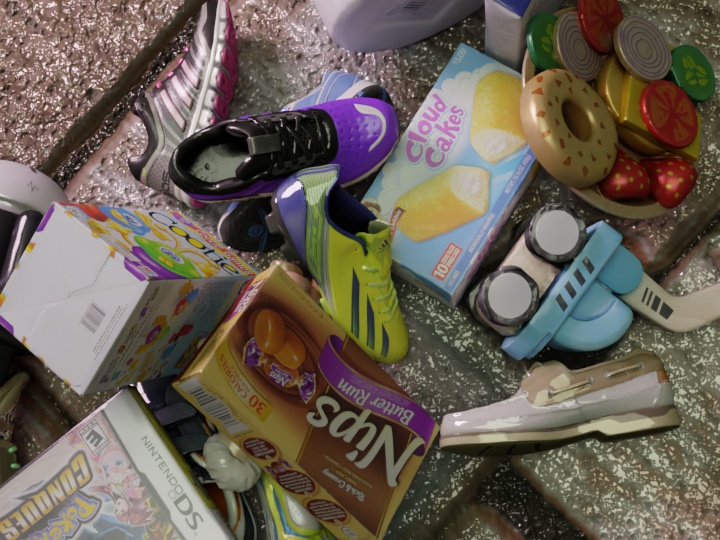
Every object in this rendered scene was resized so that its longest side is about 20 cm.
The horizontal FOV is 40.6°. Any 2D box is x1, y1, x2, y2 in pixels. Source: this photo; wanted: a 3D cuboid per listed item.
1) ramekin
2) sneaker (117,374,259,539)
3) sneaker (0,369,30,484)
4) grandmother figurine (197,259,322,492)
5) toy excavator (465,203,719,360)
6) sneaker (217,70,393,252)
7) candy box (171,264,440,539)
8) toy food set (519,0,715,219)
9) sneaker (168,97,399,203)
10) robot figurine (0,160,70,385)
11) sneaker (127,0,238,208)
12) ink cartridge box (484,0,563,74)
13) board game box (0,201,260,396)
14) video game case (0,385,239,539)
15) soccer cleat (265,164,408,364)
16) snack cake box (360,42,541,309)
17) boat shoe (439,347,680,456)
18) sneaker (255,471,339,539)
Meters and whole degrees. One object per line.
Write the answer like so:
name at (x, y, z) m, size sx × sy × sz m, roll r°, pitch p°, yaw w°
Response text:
ramekin at (0.041, -0.276, 0.852) m, size 0.198 × 0.200 × 0.099 m, roll -23°, pitch 83°, yaw 2°
sneaker at (-0.154, 0.160, 0.837) m, size 0.078 × 0.079 × 0.201 m, roll -36°, pitch 73°, yaw 0°
sneaker at (-0.326, 0.190, 0.873) m, size 0.088 × 0.077 × 0.203 m, roll 23°, pitch 78°, yaw -19°
grandmother figurine at (-0.083, 0.089, 0.817) m, size 0.120 × 0.061 × 0.202 m, roll 15°, pitch 59°, yaw 4°
toy excavator at (0.215, 0.019, 0.817) m, size 0.199 × 0.100 × 0.195 m, roll 38°, pitch 85°, yaw 1°
sneaker at (-0.057, -0.099, 0.895) m, size 0.200 × 0.076 × 0.077 m, roll -45°, pitch 49°, yaw -2°
candy box at (-0.038, 0.109, 0.774) m, size 0.200 × 0.056 × 0.117 m, roll 45°, pitch 54°, yaw -14°
toy food set at (0.217, -0.142, 0.821) m, size 0.198 × 0.049 × 0.200 m, roll 22°, pitch 65°, yaw -20°
sneaker at (-0.065, -0.097, 0.795) m, size 0.197 × 0.100 × 0.071 m, roll -14°, pitch 87°, yaw 5°
robot figurine at (-0.333, 0.000, 0.870) m, size 0.148 × 0.125 × 0.203 m, roll 9°, pitch 73°, yaw 12°
sneaker at (-0.169, -0.163, 0.914) m, size 0.086 × 0.074 × 0.203 m, roll 10°, pitch 83°, yaw 4°
ink cartridge box at (0.163, -0.282, 0.829) m, size 0.040 × 0.200 × 0.201 m, roll 25°, pitch 82°, yaw 13°
board game box at (-0.182, 0.018, 0.799) m, size 0.103 × 0.200 × 0.106 m, roll 37°, pitch 101°, yaw 15°
video game case at (-0.211, 0.224, 0.771) m, size 0.199 × 0.026 × 0.181 m, roll -38°, pitch 76°, yaw -4°
soccer cleat at (0.000, 0.000, 0.802) m, size 0.083 × 0.201 × 0.065 m, roll -24°, pitch 31°, yaw 17°
snack cake box at (0.086, -0.083, 0.863) m, size 0.114 × 0.067 × 0.201 m, roll 30°, pitch 83°, yaw 13°
boat shoe at (0.160, 0.111, 0.808) m, size 0.197 × 0.075 × 0.069 m, roll -7°, pitch 72°, yaw -2°
sneaker at (-0.060, 0.246, 0.805) m, size 0.105 × 0.076 × 0.201 m, roll -40°, pitch 63°, yaw 10°
